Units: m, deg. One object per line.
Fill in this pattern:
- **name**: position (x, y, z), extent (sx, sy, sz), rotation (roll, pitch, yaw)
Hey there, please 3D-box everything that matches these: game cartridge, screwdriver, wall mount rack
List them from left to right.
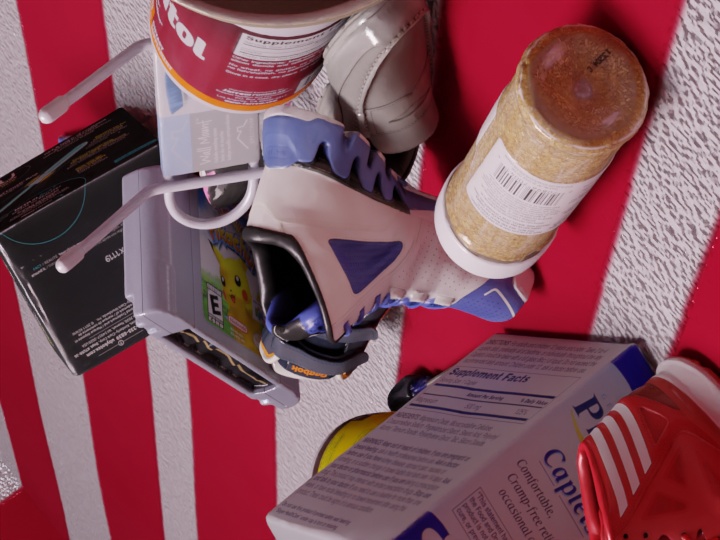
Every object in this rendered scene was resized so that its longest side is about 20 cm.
- **wall mount rack**: position (-0.115, -0.082, 1.362), extent (0.075, 0.172, 0.201), rotation (-116, 19, -48)
- **game cartridge**: position (-0.104, 0.007, 1.585), extent (0.200, 0.040, 0.134), rotation (37, -142, -54)
- **screwdriver**: position (0.055, 0.079, 1.519), extent (0.029, 0.028, 0.200), rotation (26, 164, -11)

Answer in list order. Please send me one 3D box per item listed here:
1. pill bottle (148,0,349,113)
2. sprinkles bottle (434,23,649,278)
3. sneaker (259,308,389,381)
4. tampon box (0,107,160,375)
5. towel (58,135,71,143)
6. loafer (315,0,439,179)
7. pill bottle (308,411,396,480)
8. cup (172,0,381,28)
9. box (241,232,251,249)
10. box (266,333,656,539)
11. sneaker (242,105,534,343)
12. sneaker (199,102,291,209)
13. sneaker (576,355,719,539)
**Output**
- **pill bottle**: position (-0.053, -0.171, 1.224), extent (0.113, 0.113, 0.200), rotation (53, 161, 5)
- **sprinkles bottle**: position (0.090, -0.057, 1.138), extent (0.068, 0.068, 0.200), rotation (52, 161, 8)
- **sneaker**: position (-0.021, 0.033, 1.514), extent (0.078, 0.080, 0.200), rotation (17, 168, -7)
- **tampon box**: position (-0.205, -0.027, 1.718), extent (0.127, 0.149, 0.200), rotation (62, 173, -17)
- **towel**: position (-0.200, -0.036, 1.956), extent (0.201, 0.024, 0.145), rotation (61, 163, -12)
- **loafer**: position (0.018, -0.104, 1.244), extent (0.070, 0.070, 0.200), rotation (46, 168, 9)
- **pill bottle**: position (0.050, 0.150, 1.507), extent (0.110, 0.109, 0.200), rotation (58, 155, -11)
- **cup**: position (-0.037, -0.205, 1.046), extent (0.201, 0.200, 0.143), rotation (53, 179, 3)
- **box**: position (-0.036, -0.039, 1.517), extent (0.039, 0.041, 0.200), rotation (56, 162, -1)
- **box**: position (0.074, 0.137, 1.301), extent (0.105, 0.199, 0.184), rotation (57, 161, -14)
- **sneaker**: position (-0.001, 0.000, 1.271), extent (0.199, 0.116, 0.080), rotation (32, 165, -35)
- **sneaker**: position (-0.098, -0.123, 1.477), extent (0.087, 0.080, 0.201), rotation (59, 158, 23)
- **sneaker**: position (0.193, 0.152, 1.171), extent (0.200, 0.115, 0.079), rotation (47, 160, 21)
